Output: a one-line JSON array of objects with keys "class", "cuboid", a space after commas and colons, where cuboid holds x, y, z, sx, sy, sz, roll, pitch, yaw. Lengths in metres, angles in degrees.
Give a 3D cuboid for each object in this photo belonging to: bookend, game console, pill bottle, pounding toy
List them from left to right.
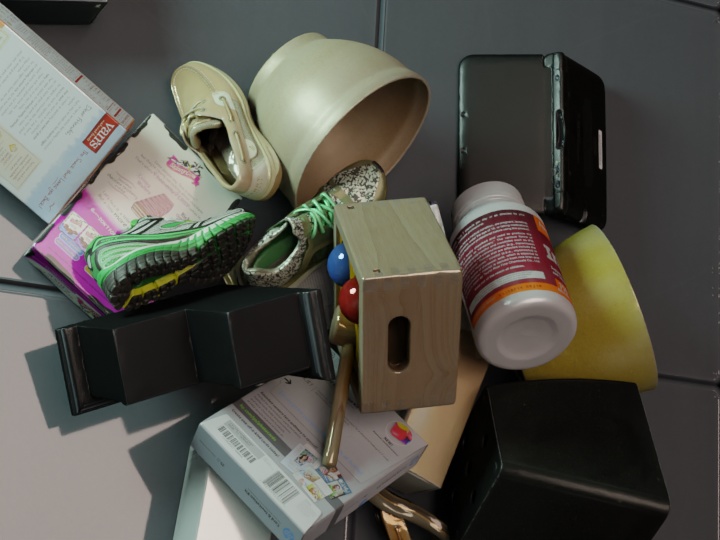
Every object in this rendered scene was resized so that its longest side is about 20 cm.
[{"class": "bookend", "cuboid": [-0.163, 0.081, 1.508, 0.197, 0.199, 0.093, -16, 100, -35]}, {"class": "pounding toy", "cuboid": [0.016, 0.061, 1.551, 0.141, 0.185, 0.202, -5, 120, -10]}, {"class": "pill bottle", "cuboid": [0.159, 0.000, 1.671, 0.112, 0.113, 0.201, 9, 43, -22]}, {"class": "game console", "cuboid": [0.213, -0.155, 1.875, 0.175, 0.116, 0.202, 17, 70, -51]}]

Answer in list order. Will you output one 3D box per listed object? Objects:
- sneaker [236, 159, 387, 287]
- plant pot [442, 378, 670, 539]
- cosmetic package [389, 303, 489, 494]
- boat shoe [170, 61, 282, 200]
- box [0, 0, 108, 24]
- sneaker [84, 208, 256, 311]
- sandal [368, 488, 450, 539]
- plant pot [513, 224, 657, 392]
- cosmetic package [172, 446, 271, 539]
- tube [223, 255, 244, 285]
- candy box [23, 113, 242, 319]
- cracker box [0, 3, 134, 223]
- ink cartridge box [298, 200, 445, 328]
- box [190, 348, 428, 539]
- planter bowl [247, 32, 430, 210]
[{"class": "sneaker", "cuboid": [-0.050, -0.043, 1.602, 0.200, 0.089, 0.077, -44, 79, -5]}, {"class": "plant pot", "cuboid": [0.195, 0.235, 1.653, 0.176, 0.201, 0.201, 15, 34, -15]}, {"class": "cosmetic package", "cuboid": [0.077, 0.142, 1.705, 0.071, 0.105, 0.201, 28, 71, -14]}, {"class": "boat shoe", "cuboid": [-0.157, -0.155, 1.641, 0.065, 0.072, 0.201, 5, 43, -47]}, {"class": "box", "cuboid": [-0.378, -0.339, 1.622, 0.198, 0.079, 0.143, -3, 78, -25]}, {"class": "sneaker", "cuboid": [-0.191, -0.032, 1.573, 0.199, 0.078, 0.085, -19, 55, -39]}, {"class": "sandal", "cuboid": [0.036, 0.273, 1.678, 0.199, 0.080, 0.054, 33, 84, -13]}, {"class": "plant pot", "cuboid": [0.236, 0.066, 1.761, 0.141, 0.200, 0.202, -20, 87, -1]}, {"class": "cosmetic package", "cuboid": [-0.143, 0.280, 1.577, 0.084, 0.108, 0.202, 13, 72, -17]}, {"class": "tube", "cuboid": [-0.058, -0.013, 1.711, 0.199, 0.052, 0.058, -27, 51, -21]}, {"class": "candy box", "cuboid": [-0.240, -0.046, 1.628, 0.136, 0.061, 0.200, 44, 67, -11]}, {"class": "cracker box", "cuboid": [-0.350, -0.166, 1.572, 0.200, 0.058, 0.134, 41, 104, -10]}, {"class": "ink cartridge box", "cuboid": [0.000, 0.000, 1.677, 0.198, 0.050, 0.110, -13, 98, 2]}, {"class": "box", "cuboid": [-0.050, 0.177, 1.558, 0.156, 0.041, 0.199, 43, 44, 17]}, {"class": "planter bowl", "cuboid": [-0.039, -0.176, 1.687, 0.200, 0.201, 0.135, -35, 68, -26]}]
